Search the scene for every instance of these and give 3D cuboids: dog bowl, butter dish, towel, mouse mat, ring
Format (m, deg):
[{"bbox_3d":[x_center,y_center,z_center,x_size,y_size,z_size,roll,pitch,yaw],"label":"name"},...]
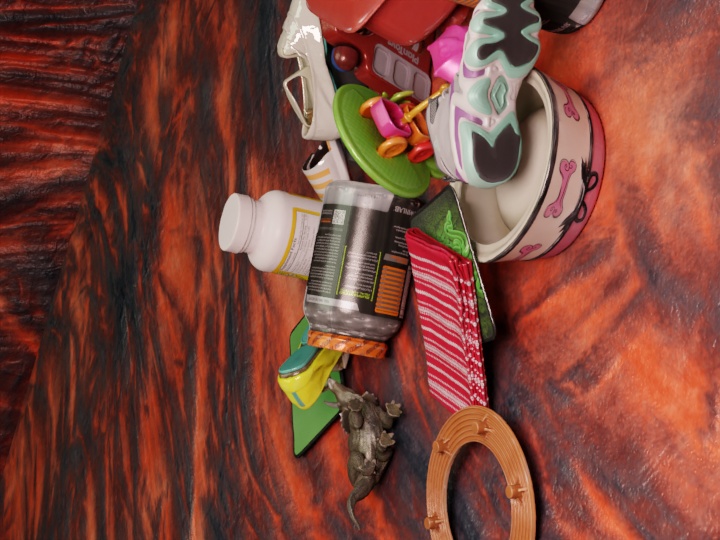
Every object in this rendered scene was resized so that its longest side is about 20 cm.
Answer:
[{"bbox_3d":[0.167,-0.099,1.322,0.200,0.074,0.201,-169,90,-67],"label":"dog bowl"},{"bbox_3d":[0.061,-0.322,1.472,0.200,0.148,0.199,-51,27,4],"label":"butter dish"},{"bbox_3d":[0.089,0.062,1.386,0.145,0.022,0.201,-143,42,-65],"label":"towel"},{"bbox_3d":[-0.061,0.134,1.797,0.161,0.008,0.201,130,143,-48],"label":"mouse mat"},{"bbox_3d":[0.111,0.235,1.318,0.200,0.019,0.201,-1,89,64],"label":"ring"},{"bbox_3d":[0.093,0.004,1.394,0.200,0.008,0.162,141,114,-75],"label":"mouse mat"}]

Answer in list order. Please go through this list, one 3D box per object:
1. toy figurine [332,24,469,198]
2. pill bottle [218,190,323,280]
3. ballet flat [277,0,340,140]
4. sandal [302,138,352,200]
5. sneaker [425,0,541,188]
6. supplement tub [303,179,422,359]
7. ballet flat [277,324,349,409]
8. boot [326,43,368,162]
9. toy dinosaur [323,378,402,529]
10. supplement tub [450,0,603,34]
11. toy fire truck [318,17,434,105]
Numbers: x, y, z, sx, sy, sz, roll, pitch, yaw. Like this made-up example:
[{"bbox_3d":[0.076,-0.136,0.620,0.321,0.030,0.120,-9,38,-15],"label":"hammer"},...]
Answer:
[{"bbox_3d":[0.100,-0.188,1.453,0.184,0.200,0.151,-36,66,30],"label":"toy figurine"},{"bbox_3d":[-0.074,-0.042,1.685,0.104,0.199,0.105,-43,41,53],"label":"pill bottle"},{"bbox_3d":[-0.068,-0.254,1.646,0.069,0.069,0.201,-158,53,-66],"label":"ballet flat"},{"bbox_3d":[-0.052,-0.155,1.755,0.079,0.059,0.207,-97,-10,-72],"label":"sandal"},{"bbox_3d":[0.106,-0.182,1.309,0.140,0.077,0.201,9,87,66],"label":"sneaker"},{"bbox_3d":[0.000,0.000,1.594,0.122,0.122,0.201,4,82,67],"label":"supplement tub"},{"bbox_3d":[-0.048,0.109,1.675,0.067,0.067,0.200,-17,19,27],"label":"ballet flat"},{"bbox_3d":[-0.004,-0.241,1.686,0.165,0.065,0.201,11,116,67],"label":"boot"},{"bbox_3d":[0.009,0.209,1.560,0.102,0.077,0.201,102,161,-62],"label":"toy dinosaur"},{"bbox_3d":[0.141,-0.317,1.322,0.122,0.199,0.123,-41,43,54],"label":"supplement tub"},{"bbox_3d":[0.020,-0.302,1.611,0.112,0.200,0.169,-12,63,42],"label":"toy fire truck"}]
